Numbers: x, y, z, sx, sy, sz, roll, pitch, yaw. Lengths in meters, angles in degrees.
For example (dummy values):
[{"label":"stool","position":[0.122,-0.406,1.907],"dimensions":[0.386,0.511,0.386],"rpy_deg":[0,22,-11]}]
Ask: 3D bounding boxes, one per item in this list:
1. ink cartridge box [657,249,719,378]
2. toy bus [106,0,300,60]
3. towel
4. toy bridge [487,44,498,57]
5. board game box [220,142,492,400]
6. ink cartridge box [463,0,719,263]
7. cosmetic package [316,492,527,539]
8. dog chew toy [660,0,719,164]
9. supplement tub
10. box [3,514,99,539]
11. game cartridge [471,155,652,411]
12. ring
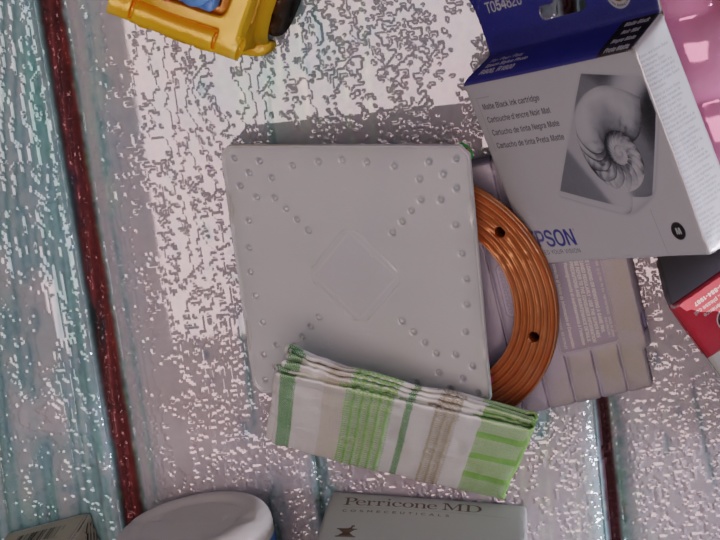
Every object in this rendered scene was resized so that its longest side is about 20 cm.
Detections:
[{"label":"ink cartridge box","position":[0.331,0.045,1.210],"dimensions":[0.145,0.145,0.201],"rpy_deg":[-35,98,13]},{"label":"toy bus","position":[-0.101,-0.248,1.159],"dimensions":[0.134,0.192,0.202],"rpy_deg":[20,105,2]},{"label":"towel","position":[0.028,0.117,1.284],"dimensions":[0.197,0.150,0.031],"rpy_deg":[13,62,0]},{"label":"toy bridge","position":[0.175,-0.210,1.194],"dimensions":[0.067,0.027,0.200],"rpy_deg":[42,118,6]},{"label":"board game box","position":[0.000,0.000,1.262],"dimensions":[0.198,0.026,0.203],"rpy_deg":[2,111,23]},{"label":"ink cartridge box","position":[0.152,-0.104,1.146],"dimensions":[0.040,0.199,0.202],"rpy_deg":[-27,101,-28]},{"label":"cosmetic package","position":[0.041,0.289,1.277],"dimensions":[0.165,0.200,0.169],"rpy_deg":[3,106,5]},{"label":"dog chew toy","position":[0.228,-0.147,1.144],"dimensions":[0.123,0.125,0.202],"rpy_deg":[-15,120,10]},{"label":"supplement tub","position":[-0.114,0.291,1.332],"dimensions":[0.130,0.132,0.203],"rpy_deg":[-10,104,9]},{"label":"box","position":[-0.235,0.311,1.383],"dimensions":[0.081,0.068,0.202],"rpy_deg":[-13,103,10]},{"label":"game cartridge","position":[0.145,0.004,1.279],"dimensions":[0.128,0.038,0.202],"rpy_deg":[-13,103,6]},{"label":"ring","position":[0.059,0.021,1.273],"dimensions":[0.198,0.019,0.203],"rpy_deg":[11,115,24]}]
